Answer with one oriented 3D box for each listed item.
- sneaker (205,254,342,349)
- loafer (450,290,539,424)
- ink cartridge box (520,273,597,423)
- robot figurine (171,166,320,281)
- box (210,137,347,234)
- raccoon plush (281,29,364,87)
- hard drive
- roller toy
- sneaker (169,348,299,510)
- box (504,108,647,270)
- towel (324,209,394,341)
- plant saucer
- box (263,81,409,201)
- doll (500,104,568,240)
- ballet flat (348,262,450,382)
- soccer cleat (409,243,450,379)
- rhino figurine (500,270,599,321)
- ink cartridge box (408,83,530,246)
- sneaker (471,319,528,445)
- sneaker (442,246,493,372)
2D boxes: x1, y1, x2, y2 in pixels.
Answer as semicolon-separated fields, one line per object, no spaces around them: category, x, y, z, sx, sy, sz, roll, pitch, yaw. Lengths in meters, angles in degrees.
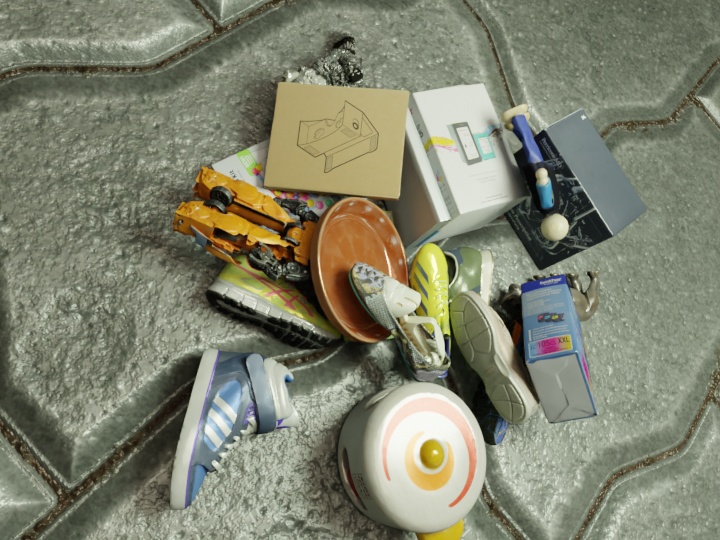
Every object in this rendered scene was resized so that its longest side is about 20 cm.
sneaker;-0.108;0.040;0.788;0.198;0.078;0.091;29;58;-13
loafer;0.197;0.121;0.825;0.062;0.072;0.202;-14;75;-44
ink cartridge box;0.297;0.104;0.855;0.138;0.075;0.201;62;25;-30
robot figurine;-0.141;-0.056;0.759;0.198;0.058;0.146;26;47;-11
box;-0.105;-0.129;0.861;0.199;0.041;0.157;-31;87;-26
raccoon plush;-0.073;-0.323;0.929;0.132;0.098;0.202;1;43;-13
hard drive;0.068;-0.147;0.885;0.026;0.132;0.203;-14;79;-25
roller toy;0.069;0.250;0.755;0.181;0.140;0.202;27;66;-12
sneaker;-0.150;0.204;0.714;0.144;0.081;0.203;15;63;-13
box;0.341;-0.132;0.964;0.103;0.182;0.202;-30;85;-27
towel;0.013;0.003;0.852;0.142;0.023;0.203;2;75;-40
plant saucer;0.000;0.000;0.788;0.199;0.032;0.204;16;68;-47
box;-0.034;-0.191;0.821;0.196;0.021;0.166;6;80;5
doll;0.269;-0.142;0.849;0.136;0.048;0.203;9;62;-67
ballet flat;0.063;0.063;0.758;0.072;0.072;0.202;-43;109;-27
soccer cleat;0.112;0.062;0.836;0.064;0.084;0.204;0;94;-21
rhino figurine;0.327;0.050;0.969;0.197;0.060;0.089;-3;86;-20
ink cartridge box;0.145;-0.171;0.916;0.144;0.147;0.203;-16;79;-26
sneaker;0.237;0.179;0.886;0.078;0.075;0.202;30;66;-14
sneaker;0.159;0.057;0.902;0.088;0.067;0.204;9;73;-5
